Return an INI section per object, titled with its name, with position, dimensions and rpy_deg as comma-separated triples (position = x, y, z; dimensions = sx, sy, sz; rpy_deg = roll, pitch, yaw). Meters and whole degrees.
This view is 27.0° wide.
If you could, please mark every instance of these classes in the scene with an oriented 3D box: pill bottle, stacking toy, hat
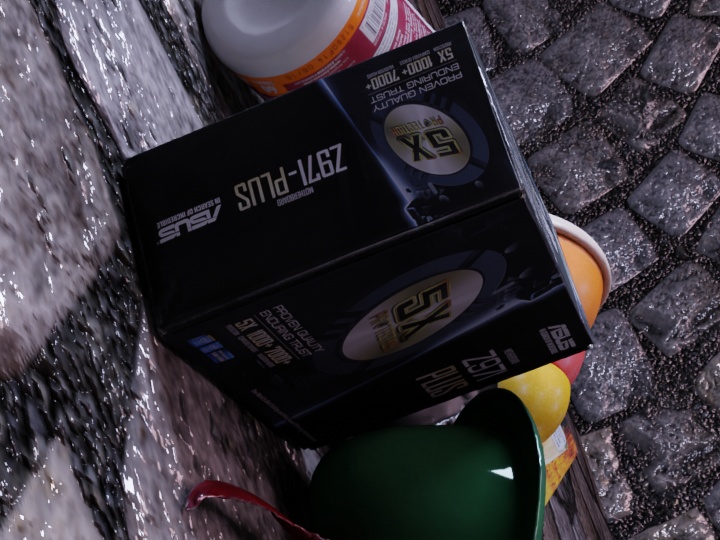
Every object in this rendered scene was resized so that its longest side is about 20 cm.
[pill bottle]
position = -0.006, -0.133, 0.962
dimensions = 0.200, 0.109, 0.110
rpy_deg = 38, 31, -54
[stacking toy]
position = 0.094, 0.072, 1.008
dimensions = 0.147, 0.145, 0.202
rpy_deg = 59, 31, -48
[hat]
position = -0.021, 0.113, 0.715
dimensions = 0.201, 0.174, 0.167
rpy_deg = 121, -22, -44

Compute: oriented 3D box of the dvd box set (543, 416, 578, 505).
[dvd box set]
position = 0.096, 0.124, 1.118
dimensions = 0.200, 0.029, 0.147
rpy_deg = -41, 111, -55

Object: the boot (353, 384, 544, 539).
[boot]
position = 0.070, 0.085, 0.910
dimensions = 0.158, 0.079, 0.211
rpy_deg = 55, 47, -9

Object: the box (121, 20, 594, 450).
[box]
position = 0.008, -0.004, 0.699
dimensions = 0.200, 0.162, 0.087
rpy_deg = 53, 19, -63
